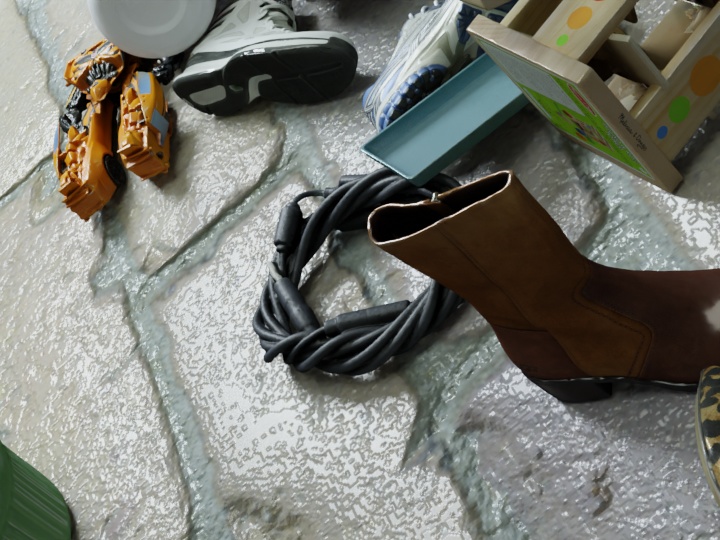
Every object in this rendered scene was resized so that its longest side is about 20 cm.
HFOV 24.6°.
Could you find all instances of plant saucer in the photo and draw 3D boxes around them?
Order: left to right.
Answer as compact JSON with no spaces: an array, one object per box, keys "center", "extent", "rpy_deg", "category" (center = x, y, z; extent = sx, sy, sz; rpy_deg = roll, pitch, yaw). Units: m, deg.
[{"center":[0.095,-0.129,1.186],"extent":[0.200,0.019,0.070],"rpy_deg":[-39,38,-13],"category":"plant saucer"}]

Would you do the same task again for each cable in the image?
[{"center":[0.000,0.000,1.181],"extent":[0.200,0.051,0.163],"rpy_deg":[5,60,43],"category":"cable"}]

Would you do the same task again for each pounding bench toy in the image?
[{"center":[0.164,-0.183,1.062],"extent":[0.156,0.200,0.124],"rpy_deg":[-51,39,-2],"category":"pounding bench toy"}]

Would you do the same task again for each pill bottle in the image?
[{"center":[-0.183,-0.270,1.498],"extent":[0.112,0.112,0.200],"rpy_deg":[-38,20,12],"category":"pill bottle"}]

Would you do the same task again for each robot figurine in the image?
[{"center":[-0.223,-0.144,1.499],"extent":[0.145,0.058,0.200],"rpy_deg":[-30,43,20],"category":"robot figurine"}]

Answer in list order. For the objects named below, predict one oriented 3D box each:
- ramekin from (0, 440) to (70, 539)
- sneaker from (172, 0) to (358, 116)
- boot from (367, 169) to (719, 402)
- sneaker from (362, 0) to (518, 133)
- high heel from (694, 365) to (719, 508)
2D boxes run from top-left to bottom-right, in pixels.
[{"center":[-0.315,0.217,1.256],"extent":[0.200,0.098,0.200],"rpy_deg":[-25,44,26],"category":"ramekin"},{"center":[-0.071,-0.202,1.392],"extent":[0.200,0.076,0.116],"rpy_deg":[-4,58,44],"category":"sneaker"},{"center":[0.133,-0.005,0.944],"extent":[0.188,0.200,0.069],"rpy_deg":[-10,52,37],"category":"boot"},{"center":[0.070,-0.181,1.249],"extent":[0.200,0.077,0.085],"rpy_deg":[-49,35,-1],"category":"sneaker"},{"center":[0.257,0.107,0.852],"extent":[0.142,0.071,0.200],"rpy_deg":[-27,46,15],"category":"high heel"}]
